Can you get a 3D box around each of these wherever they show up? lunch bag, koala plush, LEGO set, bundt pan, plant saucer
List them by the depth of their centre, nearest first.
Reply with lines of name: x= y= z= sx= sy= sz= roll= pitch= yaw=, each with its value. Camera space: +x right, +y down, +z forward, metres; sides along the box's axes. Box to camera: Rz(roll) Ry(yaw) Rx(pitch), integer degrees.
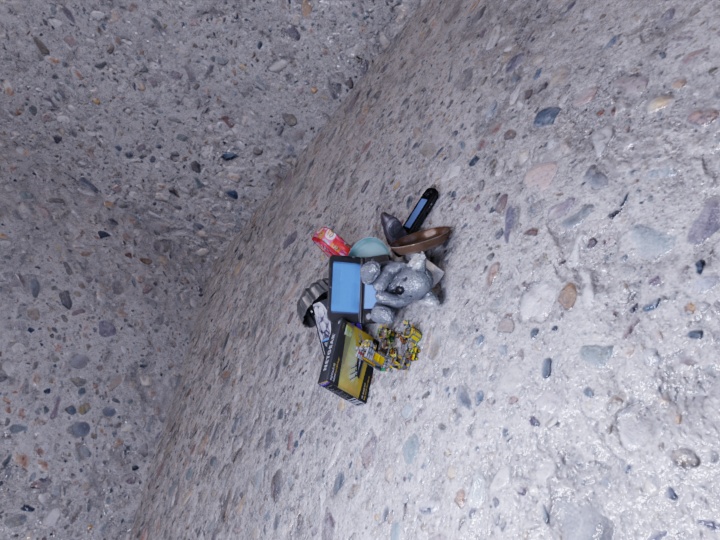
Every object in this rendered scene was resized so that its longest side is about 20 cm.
koala plush: x=0.130 y=0.035 z=1.490 sx=0.180 sy=0.184 sz=0.197 roll=-20 pitch=3 yaw=-40
LEGO set: x=0.070 y=0.204 z=1.501 sx=0.198 sy=0.114 sz=0.158 roll=0 pitch=61 yaw=61
plant saucer: x=0.183 y=-0.087 z=1.604 sx=0.193 sy=0.036 sz=0.201 roll=-16 pitch=11 yaw=3
plant saucer: x=0.028 y=-0.001 z=1.690 sx=0.195 sy=0.027 sz=0.209 roll=-9 pitch=76 yaw=40
bundt pan: x=-0.153 y=0.108 z=1.925 sx=0.076 sy=0.200 sz=0.204 roll=45 pitch=106 yaw=24
lunch bag: x=-0.080 y=-0.080 z=2.003 sx=0.083 sy=0.198 sz=0.175 roll=-54 pitch=24 yaw=-8

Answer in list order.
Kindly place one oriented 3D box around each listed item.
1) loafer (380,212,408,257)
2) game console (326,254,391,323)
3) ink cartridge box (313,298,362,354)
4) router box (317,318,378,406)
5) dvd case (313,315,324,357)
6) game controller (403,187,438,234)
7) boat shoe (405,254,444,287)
loafer: x=0.109 y=-0.119 z=1.708 sx=0.071 sy=0.201 sz=0.063 roll=-39 pitch=58 yaw=-7
game console: x=-0.004 y=0.054 z=1.611 sx=0.172 sy=0.114 sz=0.209 roll=-7 pitch=77 yaw=44
ink cartridge box: x=-0.071 y=0.187 z=1.746 sx=0.197 sy=0.042 sz=0.206 roll=-23 pitch=79 yaw=50
router box: x=-0.033 y=0.271 z=1.575 sx=0.052 sy=0.155 sz=0.206 roll=-26 pitch=40 yaw=45
dvd case: x=-0.085 y=0.202 z=1.816 sx=0.197 sy=0.016 sz=0.154 roll=-28 pitch=75 yaw=46
game controller: x=0.193 y=-0.189 z=1.797 sx=0.204 sy=0.041 sz=0.104 roll=-57 pitch=25 yaw=3
boat shoe: x=0.181 y=-0.002 z=1.594 sx=0.070 sy=0.071 sz=0.199 roll=-56 pitch=33 yaw=4
